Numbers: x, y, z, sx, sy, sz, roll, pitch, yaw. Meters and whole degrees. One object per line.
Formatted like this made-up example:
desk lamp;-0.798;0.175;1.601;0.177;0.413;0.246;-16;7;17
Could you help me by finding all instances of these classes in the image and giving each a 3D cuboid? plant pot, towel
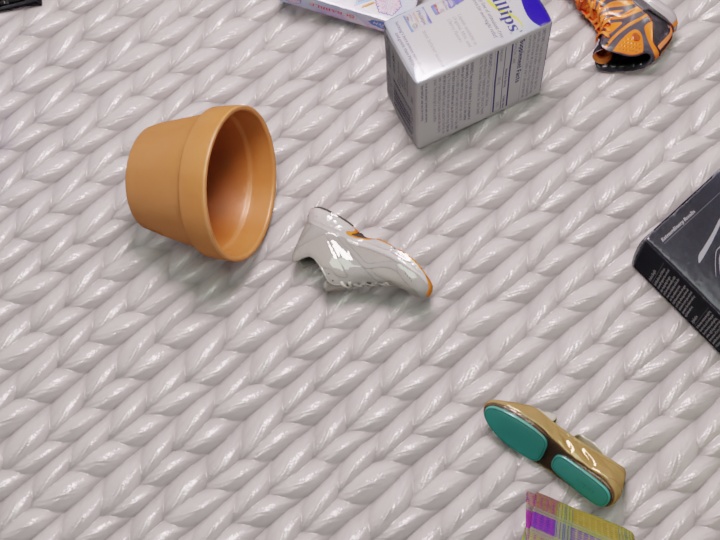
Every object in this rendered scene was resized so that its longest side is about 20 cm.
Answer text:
plant pot;-0.214;-0.118;1.612;0.138;0.200;0.202;5;71;21
towel;0.256;0.316;1.441;0.142;0.200;0.023;22;100;6

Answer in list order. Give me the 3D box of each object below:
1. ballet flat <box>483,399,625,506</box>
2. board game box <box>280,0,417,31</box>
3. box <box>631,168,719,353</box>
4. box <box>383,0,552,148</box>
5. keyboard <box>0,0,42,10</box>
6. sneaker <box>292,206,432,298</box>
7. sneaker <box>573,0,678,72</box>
ballet flat;0.244;0.218;1.546;0.199;0.069;0.063;38;49;11
board game box;0.000;-0.455;1.763;0.197;0.041;0.202;17;77;-2
box;0.472;-0.002;1.578;0.148;0.104;0.200;-39;73;-10
box;0.140;-0.284;1.648;0.198;0.184;0.106;-25;70;-6
keyboard;-0.506;-0.483;1.820;0.103;0.040;0.202;-11;72;0
sneaker;0.000;0.000;1.623;0.199;0.076;0.093;28;82;19
sneaker;0.334;-0.353;1.718;0.199;0.078;0.113;32;74;12
